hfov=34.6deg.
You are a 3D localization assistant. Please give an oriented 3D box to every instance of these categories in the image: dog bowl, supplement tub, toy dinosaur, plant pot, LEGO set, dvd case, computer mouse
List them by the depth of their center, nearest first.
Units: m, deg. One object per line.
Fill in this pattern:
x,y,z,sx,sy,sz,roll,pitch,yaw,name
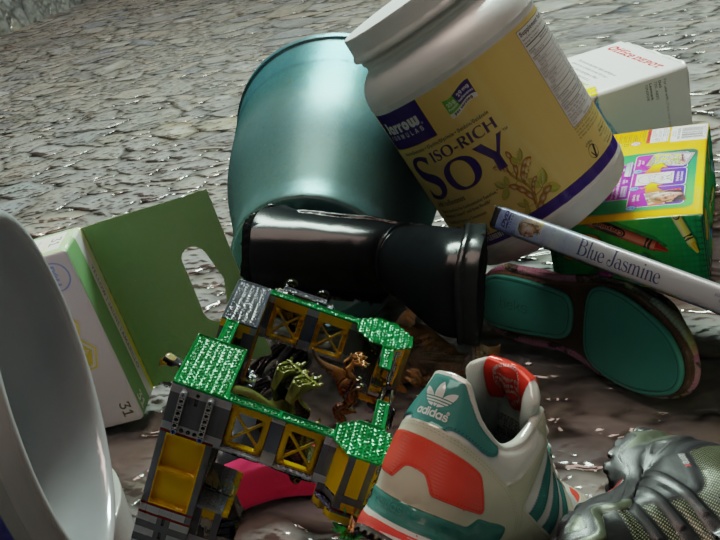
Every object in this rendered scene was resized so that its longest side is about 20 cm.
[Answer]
-0.202,0.074,0.630,0.078,0.203,0.201,-17,23,-2,dog bowl
-0.048,0.099,0.658,0.151,0.117,0.201,15,22,-9,LEGO set
0.197,0.006,0.744,0.199,0.018,0.142,24,7,41,dvd case
-0.079,0.094,0.822,0.058,0.035,0.201,-8,23,16,computer mouse
0.039,0.057,0.835,0.104,0.062,0.200,-7,15,-17,toy dinosaur
0.092,-0.123,0.871,0.144,0.201,0.146,-34,13,9,supplement tub
-0.025,-0.062,0.959,0.197,0.202,0.189,-8,37,15,plant pot

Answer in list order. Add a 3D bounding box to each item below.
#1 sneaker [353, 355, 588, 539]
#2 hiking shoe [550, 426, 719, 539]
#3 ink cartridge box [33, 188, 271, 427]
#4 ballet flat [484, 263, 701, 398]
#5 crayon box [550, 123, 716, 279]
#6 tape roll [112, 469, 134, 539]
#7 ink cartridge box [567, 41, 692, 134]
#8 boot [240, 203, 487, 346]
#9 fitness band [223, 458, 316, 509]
0.075,0.094,0.559,0.070,0.095,0.199,20,2,35,sneaker
0.151,0.135,0.539,0.099,0.077,0.200,-4,24,30,hiking shoe
-0.182,0.038,0.844,0.197,0.147,0.048,-14,26,12,ink cartridge box
0.165,0.034,0.790,0.070,0.070,0.199,-6,14,-36,ballet flat
0.227,-0.055,0.949,0.117,0.059,0.200,-5,25,21,crayon box
-0.237,0.181,0.711,0.199,0.038,0.203,-12,24,5,tape roll
0.208,-0.150,1.145,0.197,0.085,0.145,-18,23,-8,ink cartridge box
0.000,0.000,0.770,0.165,0.078,0.200,3,6,3,boot
-0.023,0.150,0.665,0.197,0.038,0.144,-5,22,19,fitness band
